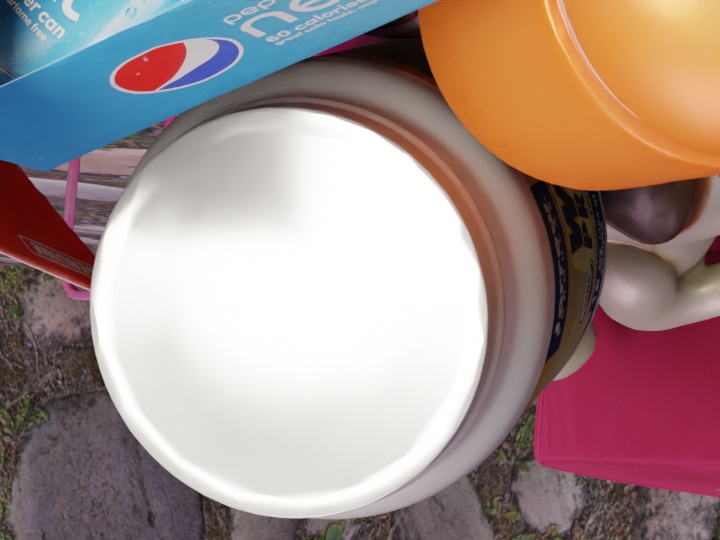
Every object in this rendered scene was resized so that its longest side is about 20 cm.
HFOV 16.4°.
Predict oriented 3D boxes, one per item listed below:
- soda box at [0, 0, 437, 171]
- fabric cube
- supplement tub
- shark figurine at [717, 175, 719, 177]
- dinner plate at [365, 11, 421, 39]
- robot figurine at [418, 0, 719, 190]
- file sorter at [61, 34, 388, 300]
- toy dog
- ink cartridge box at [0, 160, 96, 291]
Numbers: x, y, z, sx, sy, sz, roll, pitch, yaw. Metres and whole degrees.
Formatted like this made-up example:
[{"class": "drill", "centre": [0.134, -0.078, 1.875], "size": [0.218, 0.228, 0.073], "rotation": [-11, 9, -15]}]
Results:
[{"class": "soda box", "centre": [-0.021, -0.091, 0.600], "size": [0.199, 0.064, 0.068], "rotation": [-22, 164, 23]}, {"class": "fabric cube", "centre": [0.217, 0.009, 1.165], "size": [0.195, 0.201, 0.199], "rotation": [9, 174, -21]}, {"class": "supplement tub", "centre": [0.000, 0.000, 0.820], "size": [0.144, 0.145, 0.200], "rotation": [5, -171, 12]}, {"class": "shark figurine", "centre": [0.174, -0.024, 0.878], "size": [0.089, 0.215, 0.128], "rotation": [-13, -153, 13]}, {"class": "dinner plate", "centre": [-0.061, -0.119, 1.041], "size": [0.199, 0.024, 0.200], "rotation": [7, 176, 0]}, {"class": "robot figurine", "centre": [0.089, -0.082, 0.696], "size": [0.116, 0.145, 0.200], "rotation": [-16, -177, -19]}, {"class": "file sorter", "centre": [-0.020, -0.035, 1.114], "size": [0.199, 0.126, 0.139], "rotation": [8, 176, -30]}, {"class": "toy dog", "centre": [0.098, -0.058, 0.983], "size": [0.194, 0.140, 0.200], "rotation": [36, 159, -19]}, {"class": "ink cartridge box", "centre": [-0.162, -0.080, 0.783], "size": [0.174, 0.044, 0.200], "rotation": [45, -169, 34]}]
